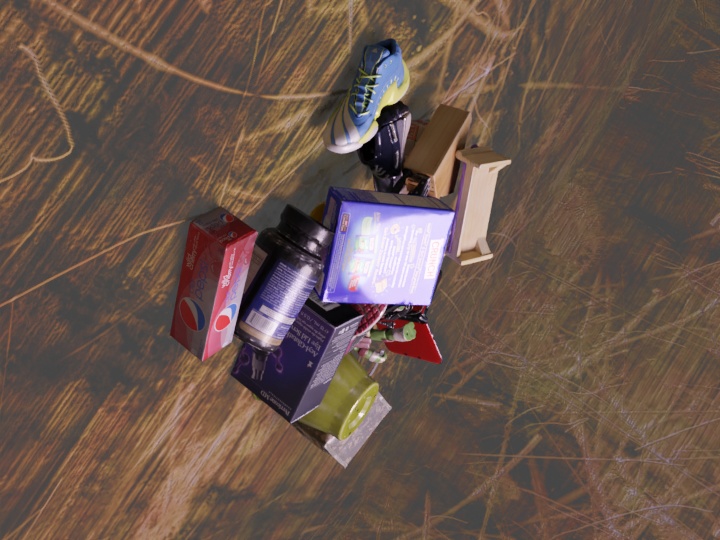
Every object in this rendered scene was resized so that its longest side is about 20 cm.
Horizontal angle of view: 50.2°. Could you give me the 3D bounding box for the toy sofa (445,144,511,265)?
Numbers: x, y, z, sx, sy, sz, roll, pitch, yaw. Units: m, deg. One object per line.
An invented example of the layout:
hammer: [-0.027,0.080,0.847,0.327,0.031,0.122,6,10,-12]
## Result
toy sofa: [0.196,-0.121,1.392,0.082,0.097,0.204,-13,123,-34]

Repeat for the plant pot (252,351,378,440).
plant pot: [-0.073,0.218,1.485,0.201,0.191,0.202,-49,160,-25]

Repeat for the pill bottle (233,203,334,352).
pill bottle: [-0.124,0.009,1.146,0.202,0.111,0.112,-58,162,3]

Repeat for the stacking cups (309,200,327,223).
stacking cups: [-0.017,-0.032,1.313,0.061,0.060,0.201,-51,135,-17]

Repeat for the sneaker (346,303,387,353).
sneaker: [-0.017,0.089,1.367,0.074,0.081,0.200,-10,153,-51]

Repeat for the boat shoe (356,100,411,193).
boat shoe: [0.030,-0.188,1.314,0.092,0.074,0.203,-38,145,-35]

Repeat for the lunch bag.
lunch bag: [-0.063,0.289,1.630,0.165,0.199,0.118,-49,134,-14]

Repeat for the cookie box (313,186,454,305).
cookie box: [0.033,-0.035,1.234,0.196,0.075,0.174,3,114,-23]

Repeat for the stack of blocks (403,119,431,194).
stack of blocks: [0.111,-0.181,1.474,0.115,0.058,0.204,-24,130,-60]

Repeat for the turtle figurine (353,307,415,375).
turtle figurine: [0.032,0.116,1.642,0.199,0.191,0.147,34,50,-43]

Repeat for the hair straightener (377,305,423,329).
hair straightener: [0.051,0.079,1.516,0.198,0.041,0.077,-29,131,23]

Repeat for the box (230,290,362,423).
box: [-0.111,0.129,1.315,0.104,0.147,0.203,-18,137,-62]

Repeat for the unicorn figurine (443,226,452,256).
unicorn figurine: [0.123,-0.028,1.514,0.138,0.074,0.199,-49,169,22]

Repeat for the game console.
game console: [0.115,0.090,1.689,0.118,0.198,0.175,33,75,-32]

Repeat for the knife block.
knife block: [0.115,-0.180,1.327,0.175,0.063,0.204,-22,129,-61]

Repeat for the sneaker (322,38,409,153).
sneaker: [0.002,-0.266,1.123,0.201,0.075,0.106,-55,151,-31]

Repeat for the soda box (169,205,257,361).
soda box: [-0.200,0.021,1.033,0.063,0.069,0.202,-34,150,-48]
